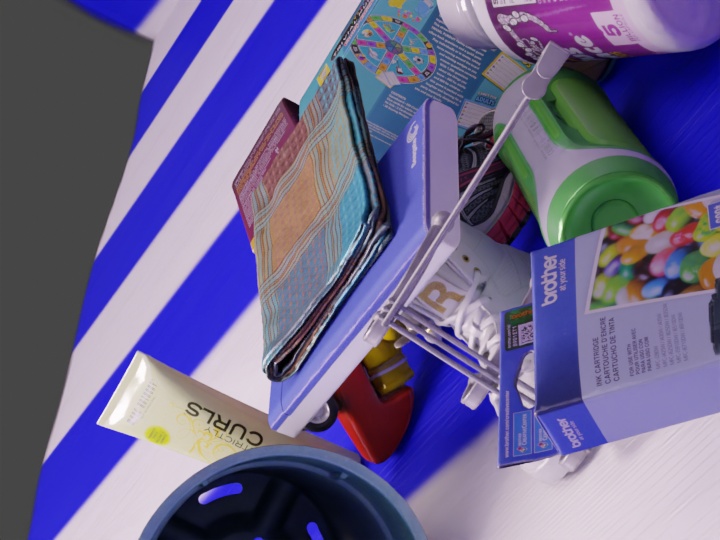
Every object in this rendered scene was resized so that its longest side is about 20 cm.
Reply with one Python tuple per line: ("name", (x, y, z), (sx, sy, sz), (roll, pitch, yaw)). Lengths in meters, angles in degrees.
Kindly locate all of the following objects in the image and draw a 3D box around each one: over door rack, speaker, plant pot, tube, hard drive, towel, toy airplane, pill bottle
("over door rack", (0.114, -0.007, 0.903), (0.200, 0.148, 0.067), (-58, 1, 18))
("speaker", (0.139, -0.065, 1.030), (0.088, 0.088, 0.200), (-59, 18, 18))
("plant pot", (-0.066, 0.212, 1.098), (0.200, 0.200, 0.196), (-67, 10, -7))
("tube", (-0.098, 0.130, 1.257), (0.058, 0.200, 0.052), (-68, 15, -13))
("hard drive", (0.000, 0.000, 1.052), (0.200, 0.025, 0.132), (-51, 24, 37))
("towel", (-0.034, -0.038, 1.088), (0.147, 0.022, 0.200), (-55, 27, 30))
("toy airplane", (0.001, 0.018, 1.227), (0.200, 0.141, 0.199), (-114, 19, -46))
("pill bottle", (0.143, -0.192, 1.064), (0.200, 0.112, 0.112), (4, 69, 53))

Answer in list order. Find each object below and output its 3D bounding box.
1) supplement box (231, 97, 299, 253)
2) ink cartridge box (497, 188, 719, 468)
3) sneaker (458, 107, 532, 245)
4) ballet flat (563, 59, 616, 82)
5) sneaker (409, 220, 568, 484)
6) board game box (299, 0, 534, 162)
("supplement box", (-0.027, -0.060, 1.435), (0.103, 0.131, 0.200), (-59, 19, 12))
("ink cartridge box", (0.152, 0.020, 0.796), (0.200, 0.042, 0.119), (-21, 37, 23))
("sneaker", (0.089, -0.076, 1.181), (0.081, 0.075, 0.200), (-56, 6, 27))
("ballet flat", (0.185, -0.231, 1.162), (0.200, 0.063, 0.069), (-65, 16, -2))
("sneaker", (0.076, 0.043, 1.016), (0.074, 0.116, 0.200), (-53, 22, 27))
("board game box", (0.066, -0.171, 1.279), (0.200, 0.151, 0.047), (-56, 19, 24))
